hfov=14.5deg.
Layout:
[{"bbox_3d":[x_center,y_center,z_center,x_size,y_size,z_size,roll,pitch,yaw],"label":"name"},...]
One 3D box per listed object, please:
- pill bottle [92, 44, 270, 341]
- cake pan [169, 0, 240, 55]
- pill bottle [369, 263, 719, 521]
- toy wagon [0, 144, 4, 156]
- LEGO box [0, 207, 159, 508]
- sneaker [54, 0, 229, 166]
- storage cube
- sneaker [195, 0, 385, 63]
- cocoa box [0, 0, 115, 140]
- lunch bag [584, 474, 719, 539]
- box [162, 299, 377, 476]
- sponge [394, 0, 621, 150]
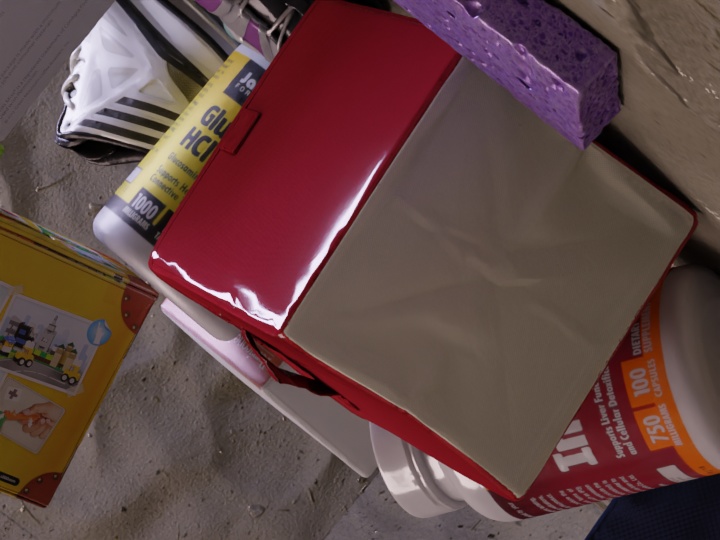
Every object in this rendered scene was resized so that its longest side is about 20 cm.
[{"bbox_3d":[-0.059,-0.066,1.701,0.112,0.200,0.112,39,177,3],"label":"pill bottle"},{"bbox_3d":[-0.107,-0.182,1.813,0.200,0.037,0.200,42,178,2],"label":"cake pan"},{"bbox_3d":[0.111,0.073,1.548,0.113,0.199,0.113,40,-138,-48],"label":"pill bottle"},{"bbox_3d":[-0.275,-0.100,1.621,0.155,0.040,0.200,35,-178,-8],"label":"toy wagon"},{"bbox_3d":[-0.242,0.033,1.668,0.200,0.149,0.077,26,-176,-36],"label":"LEGO box"},{"bbox_3d":[-0.178,-0.143,1.818,0.200,0.115,0.076,41,178,30],"label":"sneaker"},{"bbox_3d":[0.030,-0.017,1.445,0.171,0.200,0.180,36,175,-27],"label":"storage cube"},{"bbox_3d":[-0.041,-0.153,1.549,0.140,0.078,0.200,36,-176,37],"label":"sneaker"},{"bbox_3d":[-0.212,-0.204,1.599,0.131,0.200,0.133,38,179,38],"label":"cocoa box"},{"bbox_3d":[0.227,0.169,1.627,0.136,0.200,0.132,29,172,46],"label":"lunch bag"},{"bbox_3d":[0.000,0.000,1.782,0.106,0.200,0.152,42,175,-35],"label":"box"},{"bbox_3d":[0.032,-0.135,1.287,0.200,0.030,0.112,40,177,12],"label":"sponge"}]
